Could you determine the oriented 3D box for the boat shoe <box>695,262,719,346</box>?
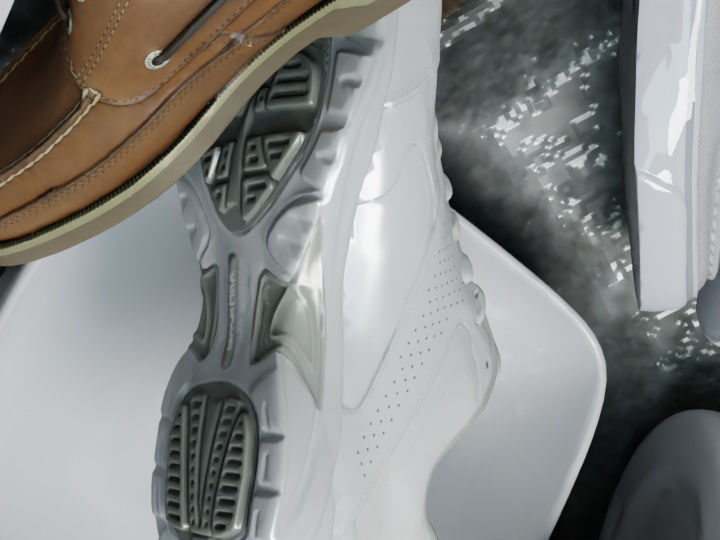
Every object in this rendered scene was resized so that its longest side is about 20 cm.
[{"bbox_3d":[0.185,-0.048,0.862,0.068,0.072,0.200,27,105,-22],"label":"boat shoe"}]

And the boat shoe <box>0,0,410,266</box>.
[{"bbox_3d":[-0.054,-0.079,0.742,0.200,0.072,0.068,-37,132,20],"label":"boat shoe"}]

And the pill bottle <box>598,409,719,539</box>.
[{"bbox_3d":[0.190,0.120,0.935,0.200,0.111,0.112,13,117,-18],"label":"pill bottle"}]

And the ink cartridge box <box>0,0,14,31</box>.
[{"bbox_3d":[-0.123,-0.126,0.726,0.094,0.044,0.200,17,138,-15],"label":"ink cartridge box"}]

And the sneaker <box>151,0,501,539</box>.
[{"bbox_3d":[0.000,0.000,0.790,0.099,0.078,0.201,8,94,-40],"label":"sneaker"}]

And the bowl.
[{"bbox_3d":[-0.043,0.058,0.844,0.200,0.075,0.200,33,78,-27],"label":"bowl"}]

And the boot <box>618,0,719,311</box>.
[{"bbox_3d":[0.129,-0.077,0.824,0.095,0.074,0.200,0,120,1],"label":"boot"}]
